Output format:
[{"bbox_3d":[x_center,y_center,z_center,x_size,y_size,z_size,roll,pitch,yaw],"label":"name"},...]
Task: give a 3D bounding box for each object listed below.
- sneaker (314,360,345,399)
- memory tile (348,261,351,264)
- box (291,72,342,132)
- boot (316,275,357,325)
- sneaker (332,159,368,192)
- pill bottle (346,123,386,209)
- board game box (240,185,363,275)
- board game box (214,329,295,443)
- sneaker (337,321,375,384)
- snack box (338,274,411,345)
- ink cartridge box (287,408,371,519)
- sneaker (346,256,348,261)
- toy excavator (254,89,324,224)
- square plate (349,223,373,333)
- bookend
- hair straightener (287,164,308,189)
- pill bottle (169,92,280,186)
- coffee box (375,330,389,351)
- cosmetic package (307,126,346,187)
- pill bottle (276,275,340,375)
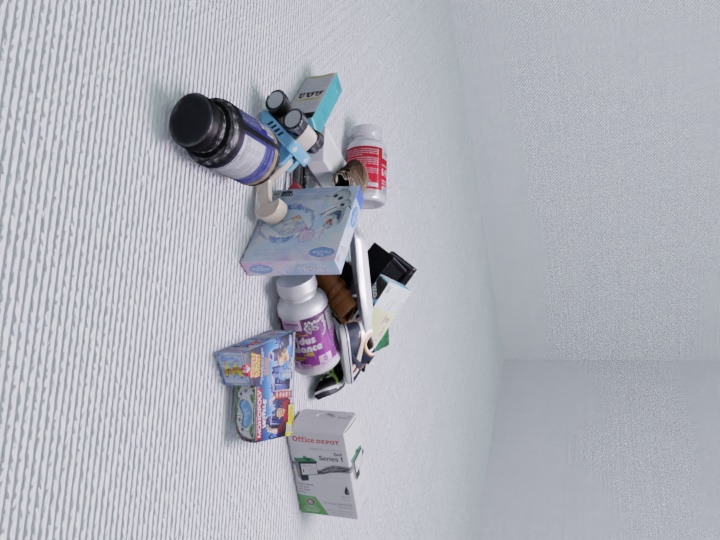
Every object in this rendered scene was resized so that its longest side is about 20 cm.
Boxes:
[{"bbox_3d":[-0.070,0.228,1.513,0.084,0.071,0.200,60,25,-9],"label":"sneaker"},{"bbox_3d":[-0.017,0.075,1.704,0.153,0.016,0.206,-36,121,-65],"label":"memory tile"},{"bbox_3d":[-0.107,-0.368,1.434,0.203,0.080,0.050,-70,150,-43],"label":"box"},{"bbox_3d":[-0.060,0.016,1.351,0.073,0.156,0.201,-31,158,-20],"label":"boot"},{"bbox_3d":[-0.026,-0.207,1.470,0.203,0.069,0.077,-83,157,-46],"label":"sneaker"},{"bbox_3d":[0.016,-0.274,1.696,0.112,0.109,0.206,21,68,-66],"label":"pill bottle"},{"bbox_3d":[-0.109,-0.078,1.241,0.044,0.195,0.202,68,29,-43],"label":"board game box"},{"bbox_3d":[-0.192,0.207,1.183,0.199,0.060,0.206,20,69,-66],"label":"board game box"},{"bbox_3d":[-0.006,0.182,1.401,0.202,0.077,0.080,91,-15,-55],"label":"sneaker"},{"bbox_3d":[0.032,0.113,1.524,0.203,0.037,0.115,-57,146,7],"label":"snack box"},{"bbox_3d":[-0.067,0.410,1.368,0.084,0.142,0.206,-39,123,-61],"label":"ink cartridge box"},{"bbox_3d":[-0.070,-0.098,1.508,0.072,0.070,0.205,-42,134,-45],"label":"sneaker"},{"bbox_3d":[-0.162,-0.217,1.268,0.195,0.200,0.100,48,6,28],"label":"toy excavator"},{"bbox_3d":[0.000,0.000,1.340,0.199,0.028,0.206,-106,-170,-74],"label":"square plate"},{"bbox_3d":[0.013,0.018,1.536,0.201,0.092,0.199,-52,145,-2],"label":"bookend"},{"bbox_3d":[-0.139,-0.187,1.409,0.077,0.040,0.206,55,31,-73],"label":"hair straightener"},{"bbox_3d":[-0.225,-0.220,1.077,0.199,0.109,0.115,19,70,-66],"label":"pill bottle"},{"bbox_3d":[0.039,0.113,1.762,0.122,0.043,0.206,-9,97,-69],"label":"coffee box"},{"bbox_3d":[-0.079,-0.251,1.501,0.200,0.049,0.085,53,37,-70],"label":"cosmetic package"},{"bbox_3d":[-0.112,0.105,1.330,0.113,0.109,0.205,-56,138,-56],"label":"pill bottle"}]
